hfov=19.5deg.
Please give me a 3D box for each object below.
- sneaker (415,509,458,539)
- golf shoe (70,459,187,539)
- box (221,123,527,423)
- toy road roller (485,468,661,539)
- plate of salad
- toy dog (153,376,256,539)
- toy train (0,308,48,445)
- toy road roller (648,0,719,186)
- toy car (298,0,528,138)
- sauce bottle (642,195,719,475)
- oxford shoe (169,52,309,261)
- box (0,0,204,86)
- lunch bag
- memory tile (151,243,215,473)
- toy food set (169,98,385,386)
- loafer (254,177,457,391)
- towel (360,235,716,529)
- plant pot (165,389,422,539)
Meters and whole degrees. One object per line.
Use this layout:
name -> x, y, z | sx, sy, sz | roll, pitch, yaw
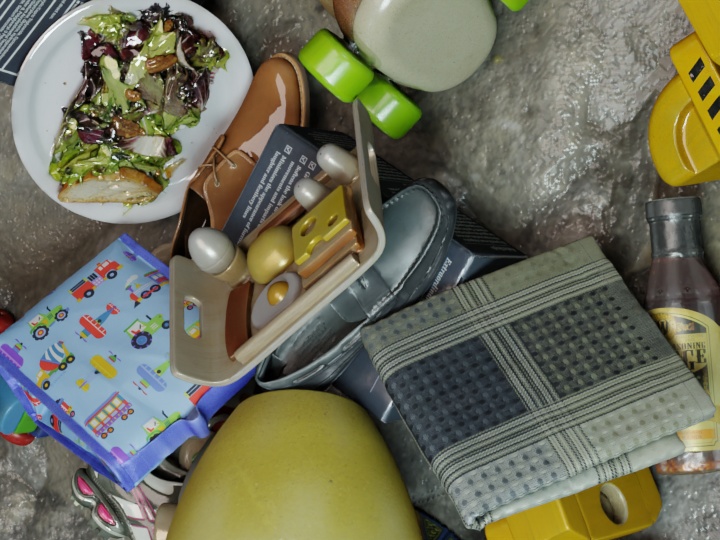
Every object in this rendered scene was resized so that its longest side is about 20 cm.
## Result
sneaker -> 0.015, 0.227, 1.642 | 0.200, 0.075, 0.088 | 41, 120, 28
golf shoe -> -0.148, 0.218, 1.708 | 0.088, 0.077, 0.200 | -44, 83, 13
box -> 0.000, 0.000, 1.619 | 0.200, 0.107, 0.149 | 35, 106, 24
toy road roller -> 0.137, 0.197, 1.536 | 0.146, 0.123, 0.200 | -26, 77, 38
plate of salad -> -0.179, -0.125, 1.679 | 0.200, 0.200, 0.048 | -60, 26, 15
toy dog -> -0.115, 0.147, 1.647 | 0.132, 0.096, 0.200 | -15, 75, -3
toy train -> -0.355, 0.071, 1.802 | 0.200, 0.116, 0.085 | 36, 106, 23
toy road roller -> 0.261, -0.144, 1.476 | 0.146, 0.123, 0.200 | -33, 76, 36
toy car -> 0.005, -0.233, 1.602 | 0.164, 0.158, 0.200 | -47, 58, 7
sauce bottle -> 0.234, 0.047, 1.520 | 0.066, 0.066, 0.200 | -9, 86, 28
oxford shoe -> -0.098, -0.082, 1.679 | 0.071, 0.071, 0.200 | 33, 108, 42
box -> -0.236, -0.250, 1.682 | 0.200, 0.198, 0.123 | -49, 55, 19
lunch bag -> -0.173, 0.078, 1.625 | 0.151, 0.094, 0.200 | -41, 39, -16
memory tile -> -0.161, 0.091, 1.755 | 0.153, 0.017, 0.200 | -32, 76, 24
toy food set -> -0.063, -0.022, 1.513 | 0.200, 0.060, 0.144 | -41, 30, 23
loafer -> -0.004, 0.016, 1.521 | 0.068, 0.070, 0.201 | 46, 110, 19
towel -> 0.124, 0.077, 1.473 | 0.200, 0.035, 0.193 | -21, 50, -12
plant pot -> -0.046, 0.171, 1.536 | 0.200, 0.200, 0.142 | -12, 61, 27
